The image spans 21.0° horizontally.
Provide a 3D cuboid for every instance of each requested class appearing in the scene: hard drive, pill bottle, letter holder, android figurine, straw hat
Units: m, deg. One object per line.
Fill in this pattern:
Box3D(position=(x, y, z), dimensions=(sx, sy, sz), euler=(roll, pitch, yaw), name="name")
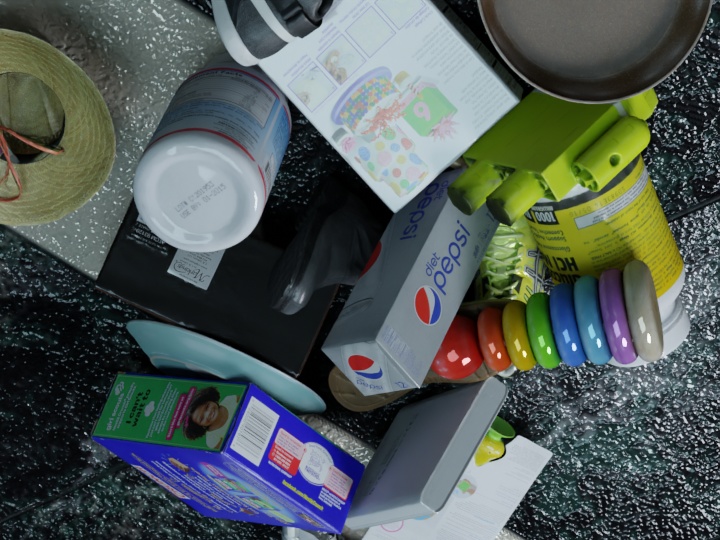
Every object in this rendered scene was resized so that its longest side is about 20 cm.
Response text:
Box3D(position=(0.054, 0.168, 1.753), dimensions=(0.026, 0.132, 0.200), euler=(36, 159, -11), name="hard drive")
Box3D(position=(0.214, -0.021, 1.683), dimensions=(0.112, 0.113, 0.201), euler=(-17, 115, 19), name="pill bottle")
Box3D(position=(-0.131, 0.008, 1.779), dimensions=(0.199, 0.142, 0.101), euler=(24, 89, -6), name="letter holder")
Box3D(position=(0.166, -0.113, 1.603), dimensions=(0.200, 0.182, 0.041), euler=(-42, 116, -18), name="android figurine")
Box3D(position=(-0.296, -0.144, 1.716), dimensions=(0.200, 0.085, 0.202), euler=(7, 124, 11), name="straw hat")
Box3D(position=(-0.118, -0.107, 1.638), dimensions=(0.108, 0.200, 0.109), euler=(4, 120, 7), name="pill bottle")

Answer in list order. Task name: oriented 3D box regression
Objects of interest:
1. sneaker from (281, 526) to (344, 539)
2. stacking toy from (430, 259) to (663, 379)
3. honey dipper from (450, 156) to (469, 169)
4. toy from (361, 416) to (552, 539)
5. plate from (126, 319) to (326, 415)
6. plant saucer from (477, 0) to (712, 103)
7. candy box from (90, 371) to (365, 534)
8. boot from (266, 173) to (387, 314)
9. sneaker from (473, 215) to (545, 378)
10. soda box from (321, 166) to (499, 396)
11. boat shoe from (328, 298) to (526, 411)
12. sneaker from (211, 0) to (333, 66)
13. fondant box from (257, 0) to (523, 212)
Box3D(position=(-0.019, 0.270, 1.925), dimensions=(0.115, 0.075, 0.201), euler=(4, 131, 2), name="sneaker")
Box3D(position=(0.148, 0.049, 1.618), dimensions=(0.199, 0.086, 0.086), euler=(-11, 118, 13), name="stacking toy")
Box3D(position=(0.043, -0.116, 1.681), dimensions=(0.199, 0.038, 0.038), euler=(32, 121, 3), name="honey dipper")
Box3D(position=(0.086, 0.219, 1.882), dimensions=(0.115, 0.047, 0.201), euler=(26, 116, -11), name="toy")
Box3D(position=(-0.127, 0.098, 1.786), dimensions=(0.199, 0.200, 0.026), euler=(24, 77, -5), name="plate")
Box3D(position=(0.183, -0.234, 1.538), dimensions=(0.199, 0.032, 0.202), euler=(-2, 98, -12), name="plant saucer")
Box3D(position=(-0.124, 0.168, 1.797), dimensions=(0.199, 0.077, 0.169), euler=(-1, 149, 45), name="candy box")
Box3D(position=(0.000, 0.000, 1.683), dimensions=(0.131, 0.200, 0.070), euler=(36, 124, -8), name="boot")
Box3D(position=(0.136, 0.003, 1.732), dimensions=(0.075, 0.077, 0.201), euler=(-4, 117, 14), name="sneaker")
Box3D(position=(0.046, 0.008, 1.634), dimensions=(0.068, 0.201, 0.063), euler=(-12, 129, 45), name="soda box")
Box3D(position=(0.068, 0.064, 1.714), dimensions=(0.199, 0.072, 0.072), euler=(-23, 106, 22), name="boat shoe")
Box3D(position=(-0.077, -0.277, 1.576), dimensions=(0.111, 0.073, 0.201), euler=(-22, 81, 19), name="sneaker")
Box3D(position=(0.017, -0.172, 1.626), dimensions=(0.144, 0.058, 0.200), euler=(-41, 94, 15), name="fondant box")
